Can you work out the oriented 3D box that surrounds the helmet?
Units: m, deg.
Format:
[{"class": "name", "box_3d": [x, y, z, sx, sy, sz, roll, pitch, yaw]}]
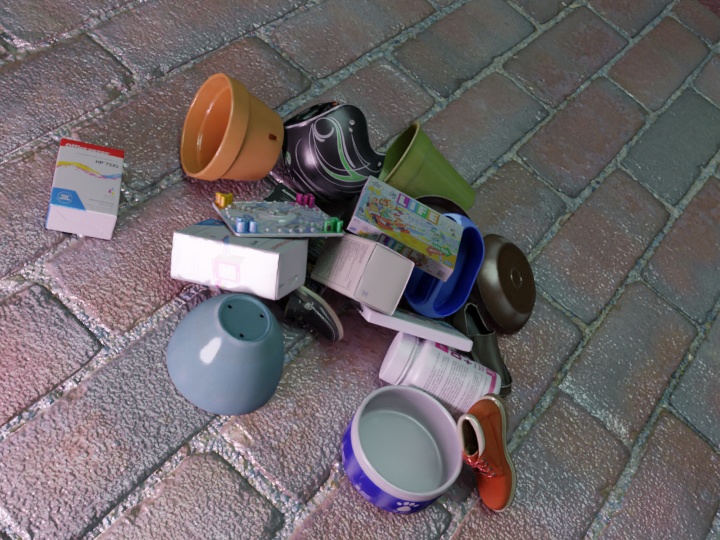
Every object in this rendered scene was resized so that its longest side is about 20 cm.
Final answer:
[{"class": "helmet", "box_3d": [-0.053, -0.228, 1.841, 0.200, 0.198, 0.193, -40, 115, -42]}]

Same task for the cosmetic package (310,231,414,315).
[{"class": "cosmetic package", "box_3d": [0.000, 0.000, 1.616, 0.086, 0.200, 0.105, 26, 89, -25]}]

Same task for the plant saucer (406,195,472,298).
[{"class": "plant saucer", "box_3d": [0.135, -0.047, 1.831, 0.197, 0.034, 0.204, -1, 95, -12]}]

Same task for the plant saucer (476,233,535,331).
[{"class": "plant saucer", "box_3d": [0.300, 0.019, 1.863, 0.199, 0.036, 0.203, 25, 56, -43]}]

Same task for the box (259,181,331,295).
[{"class": "box", "box_3d": [-0.120, -0.059, 1.768, 0.199, 0.050, 0.160, 35, 49, 2]}]

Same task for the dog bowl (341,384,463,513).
[{"class": "dog bowl", "box_3d": [0.070, 0.299, 1.557, 0.197, 0.079, 0.202, 14, 49, -16]}]

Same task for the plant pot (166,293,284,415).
[{"class": "plant pot", "box_3d": [-0.207, 0.117, 1.524, 0.197, 0.135, 0.202, 14, 49, -17]}]

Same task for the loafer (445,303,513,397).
[{"class": "loafer", "box_3d": [0.229, 0.148, 1.764, 0.072, 0.071, 0.201, -14, 62, -34]}]

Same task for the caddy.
[{"class": "caddy", "box_3d": [0.151, -0.011, 1.766, 0.140, 0.105, 0.203, 23, 89, -15]}]

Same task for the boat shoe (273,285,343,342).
[{"class": "boat shoe", "box_3d": [-0.114, 0.063, 1.663, 0.065, 0.072, 0.200, -34, 71, -35]}]

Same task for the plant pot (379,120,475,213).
[{"class": "plant pot", "box_3d": [0.129, -0.168, 1.909, 0.189, 0.200, 0.201, 37, 45, -13]}]

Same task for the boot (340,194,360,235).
[{"class": "boot", "box_3d": [0.029, -0.072, 1.750, 0.130, 0.070, 0.200, 30, 15, -10]}]

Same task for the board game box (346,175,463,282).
[{"class": "board game box", "box_3d": [0.083, -0.076, 1.655, 0.198, 0.034, 0.135, 28, 39, -6]}]

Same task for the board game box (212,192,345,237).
[{"class": "board game box", "box_3d": [-0.149, -0.103, 1.664, 0.197, 0.026, 0.200, -1, 20, -21]}]

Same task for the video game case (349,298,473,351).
[{"class": "video game case", "box_3d": [0.089, 0.093, 1.690, 0.197, 0.024, 0.182, 17, 5, -13]}]

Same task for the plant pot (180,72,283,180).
[{"class": "plant pot", "box_3d": [-0.240, -0.257, 1.782, 0.139, 0.200, 0.202, 17, 46, -35]}]

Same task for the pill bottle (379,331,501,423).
[{"class": "pill bottle", "box_3d": [0.140, 0.193, 1.653, 0.198, 0.114, 0.114, 27, 46, -4]}]

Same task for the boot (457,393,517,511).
[{"class": "boot", "box_3d": [0.205, 0.319, 1.556, 0.107, 0.074, 0.203, -20, 103, -54]}]

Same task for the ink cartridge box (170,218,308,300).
[{"class": "ink cartridge box", "box_3d": [-0.203, -0.022, 1.589, 0.197, 0.086, 0.144, 12, 16, 14]}]

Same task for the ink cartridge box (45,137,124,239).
[{"class": "ink cartridge box", "box_3d": [-0.486, -0.161, 1.650, 0.114, 0.068, 0.202, 10, 50, -20]}]
